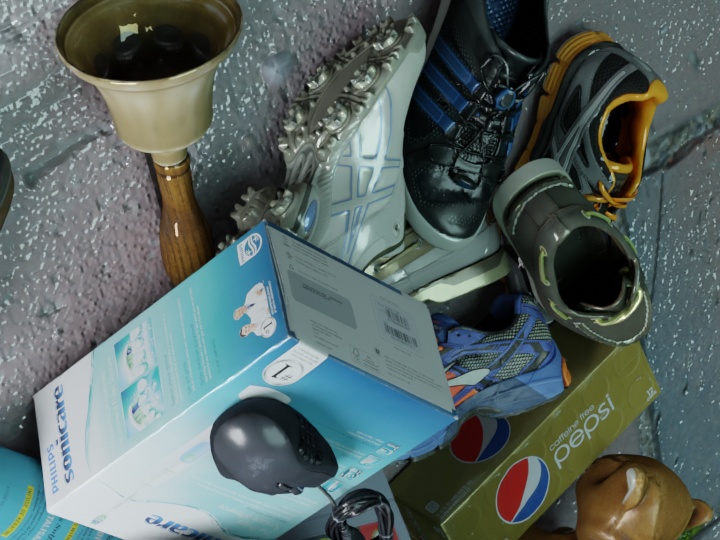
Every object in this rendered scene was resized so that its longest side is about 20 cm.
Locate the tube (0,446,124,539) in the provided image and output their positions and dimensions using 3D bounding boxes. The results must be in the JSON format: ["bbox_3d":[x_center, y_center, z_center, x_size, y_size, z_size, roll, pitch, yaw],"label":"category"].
[{"bbox_3d":[-0.169,0.152,1.216,0.199,0.050,0.078,30,95,-48],"label":"tube"}]

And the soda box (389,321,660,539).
[{"bbox_3d":[0.116,0.117,1.418,0.200,0.064,0.068,-43,130,-18],"label":"soda box"}]

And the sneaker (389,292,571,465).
[{"bbox_3d":[0.045,0.070,1.344,0.199,0.075,0.079,-21,104,-30],"label":"sneaker"}]

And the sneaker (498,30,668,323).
[{"bbox_3d":[0.148,-0.056,1.365,0.078,0.077,0.202,-2,112,-41],"label":"sneaker"}]

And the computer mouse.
[{"bbox_3d":[-0.027,0.129,1.151,0.058,0.034,0.200,-25,144,13],"label":"computer mouse"}]

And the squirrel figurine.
[{"bbox_3d":[0.177,0.230,1.421,0.141,0.200,0.187,34,98,-35],"label":"squirrel figurine"}]

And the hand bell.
[{"bbox_3d":[-0.109,-0.057,1.167,0.104,0.104,0.201,-30,137,-26],"label":"hand bell"}]

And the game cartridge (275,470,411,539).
[{"bbox_3d":[-0.014,0.216,1.285,0.132,0.201,0.041,-10,159,-35],"label":"game cartridge"}]

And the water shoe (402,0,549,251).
[{"bbox_3d":[0.072,-0.114,1.248,0.071,0.079,0.202,15,78,-24],"label":"water shoe"}]

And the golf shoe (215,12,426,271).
[{"bbox_3d":[-0.004,-0.056,1.224,0.097,0.078,0.201,37,76,-29],"label":"golf shoe"}]

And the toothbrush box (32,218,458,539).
[{"bbox_3d":[-0.068,0.079,1.171,0.200,0.086,0.146,-37,138,27],"label":"toothbrush box"}]

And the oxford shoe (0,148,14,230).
[{"bbox_3d":[-0.237,0.023,1.098,0.201,0.072,0.084,-61,148,1],"label":"oxford shoe"}]

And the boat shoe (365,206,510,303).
[{"bbox_3d":[0.000,0.000,1.279,0.199,0.075,0.069,-22,101,-29],"label":"boat shoe"}]

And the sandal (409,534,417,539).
[{"bbox_3d":[-0.032,0.213,1.340,0.199,0.081,0.054,1,149,-43],"label":"sandal"}]

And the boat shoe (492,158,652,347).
[{"bbox_3d":[0.148,0.004,1.322,0.072,0.060,0.202,-39,142,3],"label":"boat shoe"}]
